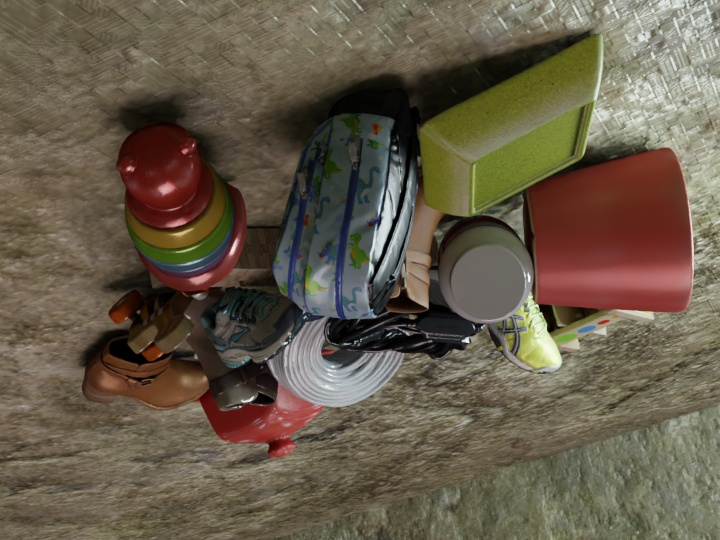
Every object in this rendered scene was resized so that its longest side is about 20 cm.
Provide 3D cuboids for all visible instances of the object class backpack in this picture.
[{"bbox_3d":[-0.009,-0.051,1.130,0.152,0.202,0.163,-4,161,0],"label":"backpack"}]

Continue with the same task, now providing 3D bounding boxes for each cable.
[{"bbox_3d":[0.045,0.071,1.444,0.198,0.051,0.163,3,167,-21],"label":"cable"},{"bbox_3d":[-0.029,0.084,1.531,0.198,0.069,0.202,-9,122,-29],"label":"cable"}]

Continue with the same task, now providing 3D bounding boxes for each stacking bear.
[{"bbox_3d":[-0.177,-0.070,1.118,0.120,0.115,0.200,-12,156,-2],"label":"stacking bear"}]

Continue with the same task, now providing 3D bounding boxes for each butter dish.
[{"bbox_3d":[-0.141,0.214,1.806,0.199,0.149,0.199,-28,166,34],"label":"butter dish"}]

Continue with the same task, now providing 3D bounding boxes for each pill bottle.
[{"bbox_3d":[0.146,-0.001,1.389,0.111,0.113,0.200,-15,-173,6],"label":"pill bottle"}]

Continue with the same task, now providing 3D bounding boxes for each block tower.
[{"bbox_3d":[-0.143,-0.015,1.355,0.198,0.055,0.058,-2,156,-31],"label":"block tower"}]

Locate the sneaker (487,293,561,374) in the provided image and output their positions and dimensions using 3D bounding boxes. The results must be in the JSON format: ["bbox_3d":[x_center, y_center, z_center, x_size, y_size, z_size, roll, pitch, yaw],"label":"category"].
[{"bbox_3d":[0.207,0.053,1.571,0.076,0.201,0.075,-34,-173,42],"label":"sneaker"}]

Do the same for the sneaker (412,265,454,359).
[{"bbox_3d":[0.086,0.065,1.588,0.074,0.117,0.200,-2,170,-18],"label":"sneaker"}]

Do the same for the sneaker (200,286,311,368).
[{"bbox_3d":[-0.131,0.059,1.373,0.199,0.087,0.078,-24,-160,53],"label":"sneaker"}]

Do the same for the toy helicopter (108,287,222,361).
[{"bbox_3d":[-0.216,0.051,1.371,0.132,0.079,0.200,-40,-163,-5],"label":"toy helicopter"}]

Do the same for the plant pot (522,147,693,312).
[{"bbox_3d":[0.287,-0.039,1.397,0.175,0.203,0.201,-6,161,4],"label":"plant pot"}]

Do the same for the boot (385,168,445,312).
[{"bbox_3d":[0.060,-0.031,1.294,0.198,0.156,0.074,-3,158,-27],"label":"boot"}]

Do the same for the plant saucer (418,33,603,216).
[{"bbox_3d":[0.159,-0.129,1.183,0.198,0.048,0.200,-28,160,-5],"label":"plant saucer"}]

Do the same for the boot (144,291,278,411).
[{"bbox_3d":[-0.186,0.107,1.516,0.198,0.148,0.070,4,156,-38],"label":"boot"}]

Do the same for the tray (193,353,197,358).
[{"bbox_3d":[-0.137,0.088,1.683,0.198,0.022,0.107,-7,160,-19],"label":"tray"}]

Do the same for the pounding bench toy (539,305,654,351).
[{"bbox_3d":[0.283,0.027,1.640,0.155,0.126,0.199,-26,156,33],"label":"pounding bench toy"}]

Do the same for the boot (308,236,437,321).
[{"bbox_3d":[0.000,0.000,1.422,0.199,0.073,0.090,-23,175,-38],"label":"boot"}]

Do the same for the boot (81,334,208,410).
[{"bbox_3d":[-0.286,0.133,1.653,0.198,0.077,0.155,5,151,-25],"label":"boot"}]
